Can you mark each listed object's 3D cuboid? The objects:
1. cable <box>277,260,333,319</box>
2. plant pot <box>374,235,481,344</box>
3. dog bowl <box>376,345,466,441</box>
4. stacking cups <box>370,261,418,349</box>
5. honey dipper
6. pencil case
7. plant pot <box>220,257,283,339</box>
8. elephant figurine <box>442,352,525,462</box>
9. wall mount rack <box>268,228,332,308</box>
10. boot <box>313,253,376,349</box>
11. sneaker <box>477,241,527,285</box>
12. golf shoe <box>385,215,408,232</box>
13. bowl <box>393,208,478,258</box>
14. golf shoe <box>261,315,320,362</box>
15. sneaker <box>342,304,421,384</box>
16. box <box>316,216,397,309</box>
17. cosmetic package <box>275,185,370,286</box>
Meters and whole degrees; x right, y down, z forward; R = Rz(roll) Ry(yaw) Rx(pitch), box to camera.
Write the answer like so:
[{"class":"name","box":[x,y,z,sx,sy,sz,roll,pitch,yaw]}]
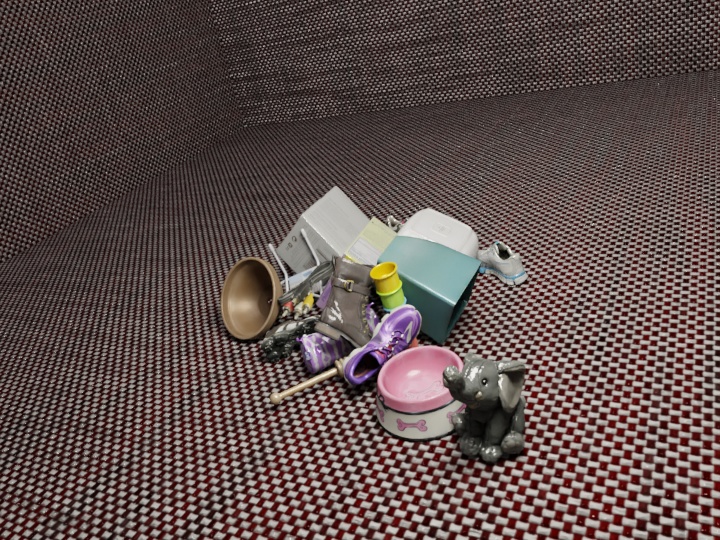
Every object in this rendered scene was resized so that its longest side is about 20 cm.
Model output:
[{"class":"cable","box":[-0.130,0.047,1.507,0.095,0.052,0.201,-6,27,30]},{"class":"plant pot","box":[0.134,0.025,1.336,0.197,0.143,0.142,29,53,17]},{"class":"dog bowl","box":[0.116,0.218,1.151,0.194,0.076,0.201,-12,25,6]},{"class":"stacking cups","box":[0.075,0.082,1.293,0.059,0.204,0.061,-15,29,9]},{"class":"honey dipper","box":[-0.095,0.225,1.272,0.195,0.039,0.038,-21,26,-15]},{"class":"pencil case","box":[-0.044,0.150,1.358,0.196,0.087,0.084,-22,-11,-21]},{"class":"plant pot","box":[-0.257,0.075,1.566,0.197,0.208,0.092,7,-4,39]},{"class":"elephant figurine","box":[0.206,0.193,1.002,0.137,0.205,0.156,-11,25,6]},{"class":"wall mount rack","box":[-0.166,0.002,1.612,0.196,0.179,0.074,-20,-22,28]},{"class":"boot","box":[0.005,0.075,1.296,0.179,0.196,0.069,-68,18,-8]},{"class":"sneaker","box":[0.332,-0.036,1.529,0.074,0.089,0.198,-28,27,-24]},{"class":"golf shoe","box":[0.137,-0.096,1.754,0.076,0.090,0.197,-29,30,-33]},{"class":"bowl","box":[0.184,-0.069,1.479,0.196,0.076,0.200,26,39,15]},{"class":"golf shoe","box":[-0.139,0.139,1.446,0.194,0.080,0.095,-16,25,-5]},{"class":"sneaker","box":[0.050,0.156,1.223,0.200,0.081,0.083,-46,7,-5]},{"class":"box","box":[0.000,0.000,1.512,0.096,0.178,0.201,34,36,3]},{"class":"cosmetic package","box":[-0.095,-0.088,1.701,0.165,0.165,0.200,-45,2,39]}]
